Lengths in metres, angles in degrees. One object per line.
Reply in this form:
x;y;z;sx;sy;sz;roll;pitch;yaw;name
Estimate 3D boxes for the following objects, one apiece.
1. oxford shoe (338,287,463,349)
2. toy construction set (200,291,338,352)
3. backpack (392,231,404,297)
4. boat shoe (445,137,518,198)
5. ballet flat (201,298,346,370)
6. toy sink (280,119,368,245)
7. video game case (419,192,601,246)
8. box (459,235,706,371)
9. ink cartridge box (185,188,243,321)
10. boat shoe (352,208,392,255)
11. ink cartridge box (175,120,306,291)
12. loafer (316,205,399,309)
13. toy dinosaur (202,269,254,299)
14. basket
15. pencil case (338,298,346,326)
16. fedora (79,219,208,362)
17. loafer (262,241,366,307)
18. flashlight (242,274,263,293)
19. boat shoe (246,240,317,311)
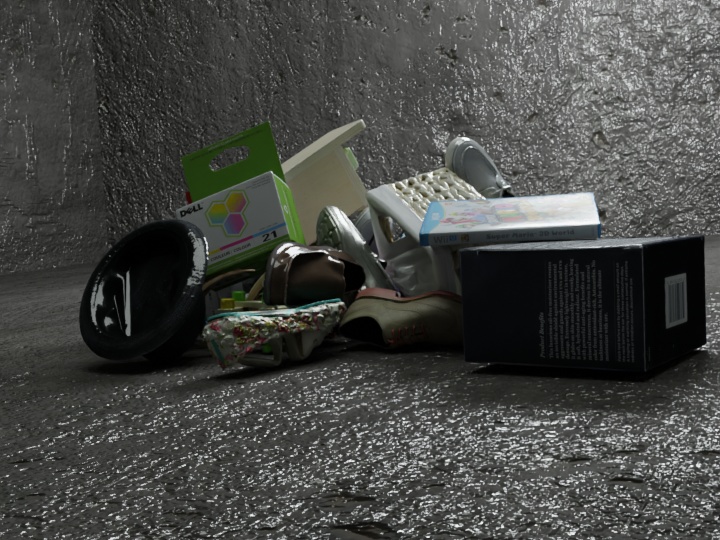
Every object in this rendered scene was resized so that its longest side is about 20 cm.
0.064;0.070;1.261;0.197;0.071;0.075;1;33;36;oxford shoe
-0.104;0.055;1.376;0.129;0.094;0.200;-2;15;26;toy construction set
0.124;-0.004;1.581;0.179;0.138;0.200;-2;4;16;backpack
0.183;-0.093;1.444;0.072;0.202;0.068;-38;26;-22;boat shoe
-0.093;0.075;1.207;0.198;0.065;0.075;-7;-13;-41;ballet flat
-0.066;-0.116;1.570;0.199;0.113;0.130;-37;14;-23;toy sink
0.171;-0.060;1.221;0.196;0.018;0.143;-3;18;10;video game case
0.233;0.030;1.103;0.195;0.126;0.199;1;4;35;box
-0.225;-0.012;1.543;0.049;0.204;0.160;-18;10;-26;ink cartridge box
-0.005;-0.020;1.660;0.073;0.201;0.067;27;31;-16;boat shoe
-0.170;-0.095;1.418;0.145;0.203;0.076;-20;-17;11;ink cartridge box
0.000;0.000;1.414;0.069;0.202;0.070;-8;-29;-34;loafer
-0.222;0.042;1.396;0.106;0.061;0.200;-37;-4;-32;toy dinosaur
0.109;-0.031;1.363;0.122;0.137;0.200;-23;35;-15;basket
-0.013;0.036;1.540;0.085;0.085;0.200;-1;4;3;pencil case
-0.247;0.039;1.301;0.197;0.203;0.092;-2;-37;28;fedora
-0.051;0.004;1.285;0.070;0.075;0.199;12;13;24;loafer
-0.135;0.022;1.638;0.067;0.069;0.199;-18;-24;22;flashlight
-0.086;0.009;1.532;0.199;0.074;0.063;-37;1;-13;boat shoe
